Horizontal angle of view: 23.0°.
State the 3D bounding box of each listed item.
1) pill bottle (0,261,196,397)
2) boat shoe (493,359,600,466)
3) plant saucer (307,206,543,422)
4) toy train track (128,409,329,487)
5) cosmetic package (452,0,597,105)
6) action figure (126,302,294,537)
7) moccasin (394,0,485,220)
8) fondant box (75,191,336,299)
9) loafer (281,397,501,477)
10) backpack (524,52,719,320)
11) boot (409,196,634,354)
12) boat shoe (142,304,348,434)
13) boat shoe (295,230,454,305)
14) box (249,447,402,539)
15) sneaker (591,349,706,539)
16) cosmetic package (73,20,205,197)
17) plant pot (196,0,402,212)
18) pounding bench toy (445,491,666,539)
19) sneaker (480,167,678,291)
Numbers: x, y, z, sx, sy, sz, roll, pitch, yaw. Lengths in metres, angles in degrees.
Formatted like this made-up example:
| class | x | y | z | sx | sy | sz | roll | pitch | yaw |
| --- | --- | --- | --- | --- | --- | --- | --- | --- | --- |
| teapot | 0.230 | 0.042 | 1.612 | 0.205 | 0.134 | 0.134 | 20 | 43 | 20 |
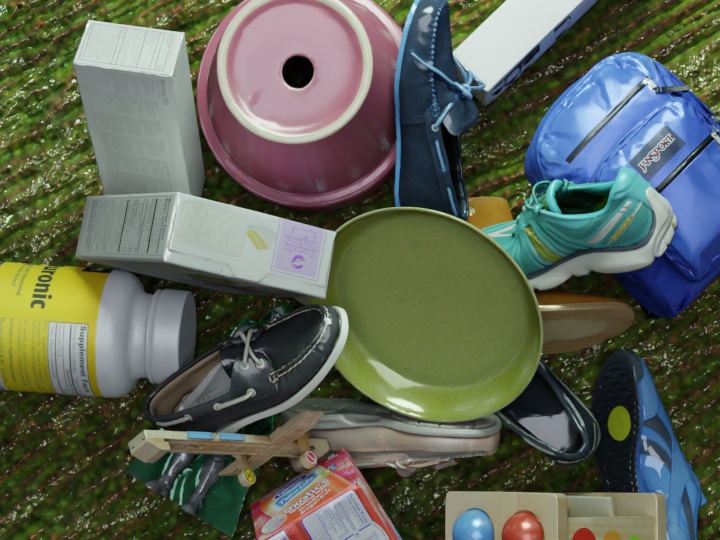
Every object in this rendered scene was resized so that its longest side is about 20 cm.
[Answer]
| class | x | y | z | sx | sy | sz | roll | pitch | yaw |
| --- | --- | --- | --- | --- | --- | --- | --- | --- | --- |
| pill bottle | -0.246 | 0.052 | 1.522 | 0.198 | 0.111 | 0.112 | 4 | 87 | 5 |
| boat shoe | 0.123 | 0.092 | 1.521 | 0.075 | 0.062 | 0.200 | -44 | 78 | 5 |
| plant saucer | 0.055 | 0.031 | 1.428 | 0.199 | 0.031 | 0.201 | 11 | 124 | 16 |
| toy train track | -0.101 | 0.152 | 1.435 | 0.115 | 0.199 | 0.033 | -39 | 58 | 34 |
| cosmetic package | 0.166 | -0.233 | 1.536 | 0.200 | 0.083 | 0.051 | -44 | 87 | 0 |
| action figure | -0.113 | 0.115 | 1.542 | 0.118 | 0.055 | 0.201 | 28 | 83 | 17 |
| moccasin | 0.071 | -0.134 | 1.481 | 0.068 | 0.081 | 0.201 | 12 | 125 | 21 |
| fondant box | -0.130 | -0.020 | 1.443 | 0.144 | 0.200 | 0.059 | 14 | 86 | -29 |
| loafer | 0.027 | 0.148 | 1.518 | 0.199 | 0.072 | 0.063 | 3 | 104 | 23 |
| backpack | 0.246 | -0.086 | 1.482 | 0.162 | 0.168 | 0.200 | -44 | 84 | -8 |
| boot | 0.130 | -0.003 | 1.498 | 0.200 | 0.071 | 0.145 | -7 | 54 | 14 |
| boat shoe | -0.096 | 0.081 | 1.445 | 0.199 | 0.060 | 0.074 | -32 | 41 | 31 |
| boat shoe | 0.000 | -0.001 | 1.487 | 0.200 | 0.066 | 0.072 | -2 | 77 | 42 |
| box | 0.000 | 0.264 | 1.479 | 0.099 | 0.096 | 0.201 | -31 | 104 | 0 |
| sneaker | 0.252 | 0.168 | 1.524 | 0.078 | 0.066 | 0.202 | 1 | 74 | -32 |
| cosmetic package | -0.182 | -0.124 | 1.486 | 0.082 | 0.200 | 0.051 | 10 | 58 | 7 |
| plant pot | -0.048 | -0.158 | 1.494 | 0.198 | 0.179 | 0.202 | 0 | 85 | 3 |
| pounding bench toy | 0.154 | 0.282 | 1.441 | 0.124 | 0.155 | 0.202 | -7 | 81 | 47 |
| sneaker | 0.158 | -0.039 | 1.406 | 0.080 | 0.199 | 0.078 | 49 | 48 | -25 |
